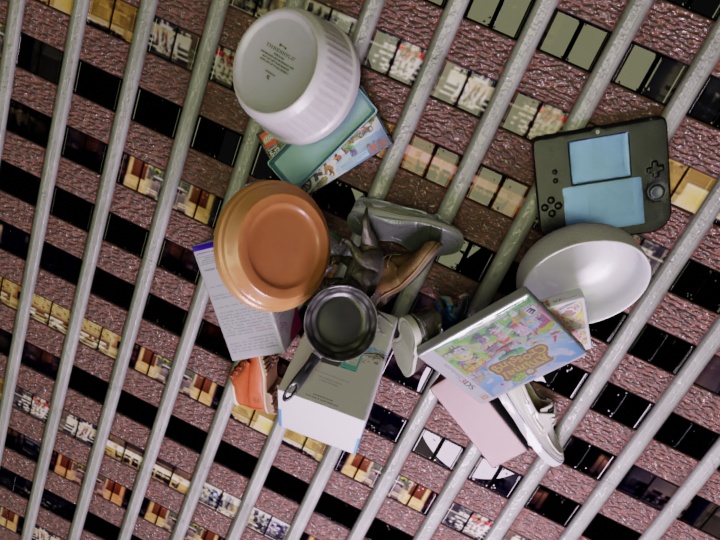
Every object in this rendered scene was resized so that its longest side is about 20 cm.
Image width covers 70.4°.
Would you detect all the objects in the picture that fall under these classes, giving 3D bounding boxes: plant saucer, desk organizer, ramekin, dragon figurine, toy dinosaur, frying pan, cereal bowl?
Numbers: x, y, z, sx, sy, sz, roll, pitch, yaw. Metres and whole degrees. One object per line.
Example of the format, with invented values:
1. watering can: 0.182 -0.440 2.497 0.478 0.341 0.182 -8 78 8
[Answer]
1. plant saucer: -0.122 -0.037 0.771 0.037 0.199 0.202 3 111 50
2. desk organizer: 0.218 0.256 0.939 0.077 0.072 0.200 -36 96 21
3. ramekin: -0.109 -0.306 0.794 0.201 0.094 0.205 -1 88 26
4. dragon figurine: 0.160 0.094 0.869 0.058 0.200 0.100 -1 77 -12
5. toy dinosaur: 0.000 0.000 0.845 0.101 0.077 0.202 12 78 -28
6. frying pan: -0.040 0.117 0.779 0.114 0.031 0.192 16 89 -9
7. cereal bowl: 0.345 -0.002 0.812 0.198 0.084 0.201 1 138 1
8. plant saucer: -0.064 -0.220 0.844 0.200 0.019 0.070 -41 95 18

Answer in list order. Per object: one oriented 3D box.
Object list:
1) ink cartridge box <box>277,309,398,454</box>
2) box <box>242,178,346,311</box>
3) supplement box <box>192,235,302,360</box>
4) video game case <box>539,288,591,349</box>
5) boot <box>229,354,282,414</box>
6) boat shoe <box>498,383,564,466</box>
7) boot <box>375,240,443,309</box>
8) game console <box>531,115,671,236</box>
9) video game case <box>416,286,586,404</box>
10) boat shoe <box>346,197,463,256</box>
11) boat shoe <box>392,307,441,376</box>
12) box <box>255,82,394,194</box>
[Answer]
1. ink cartridge box: -0.037 0.173 0.876 0.145 0.201 0.147 18 141 6
2. box: -0.155 -0.033 0.916 0.199 0.097 0.177 37 109 0
3. supplement box: -0.179 0.031 0.838 0.102 0.101 0.202 -12 104 15
4. video game case: 0.281 0.109 0.841 0.181 0.023 0.200 -20 143 16
5. boot: -0.216 0.188 1.008 0.106 0.075 0.202 4 108 15
6. boat shoe: 0.321 0.262 0.922 0.070 0.071 0.201 -34 92 23
7. boot: 0.059 -0.004 0.870 0.076 0.073 0.200 52 135 4
8. game console: 0.382 -0.139 0.812 0.198 0.031 0.179 -7 105 13
9. video game case: 0.219 0.126 0.795 0.199 0.022 0.182 -35 123 27
10. boat shoe: 0.079 -0.080 0.871 0.200 0.065 0.075 12 139 10
11. boat shoe: 0.098 0.127 0.883 0.060 0.202 0.072 -23 65 -15
12. box: -0.061 -0.226 0.872 0.199 0.038 0.137 -29 99 17
